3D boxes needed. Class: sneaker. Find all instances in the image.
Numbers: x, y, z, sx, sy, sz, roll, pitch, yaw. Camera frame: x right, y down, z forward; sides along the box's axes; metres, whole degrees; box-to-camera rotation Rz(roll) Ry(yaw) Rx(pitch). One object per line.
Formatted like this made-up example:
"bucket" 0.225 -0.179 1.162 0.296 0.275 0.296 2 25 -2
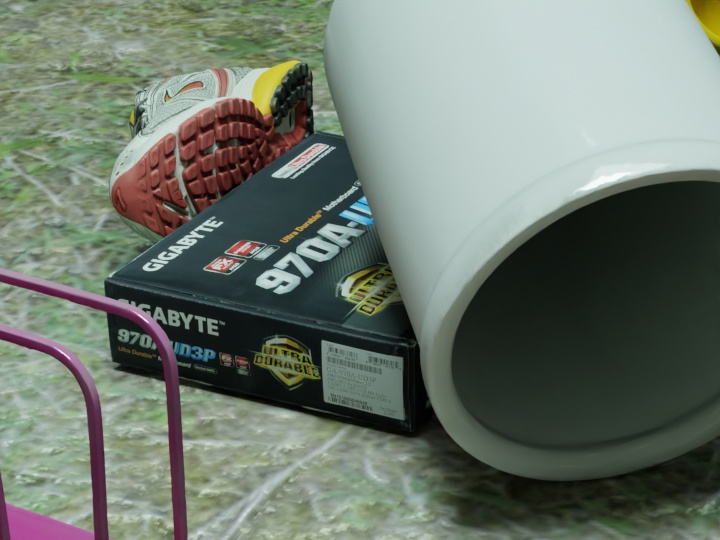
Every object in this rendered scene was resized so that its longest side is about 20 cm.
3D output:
"sneaker" -0.087 -0.057 1.291 0.081 0.079 0.200 2 15 17

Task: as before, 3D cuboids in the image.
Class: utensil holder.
"utensil holder" 0.082 -0.044 1.045 0.169 0.171 0.201 -8 46 -14

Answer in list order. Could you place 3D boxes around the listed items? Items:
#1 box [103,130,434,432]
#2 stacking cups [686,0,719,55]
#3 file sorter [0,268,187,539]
"box" 0.000 0.000 1.175 0.158 0.046 0.200 12 28 26
"stacking cups" 0.157 -0.122 1.199 0.060 0.061 0.200 -5 -2 -7
"file sorter" -0.169 0.090 0.888 0.138 0.126 0.200 13 28 31
